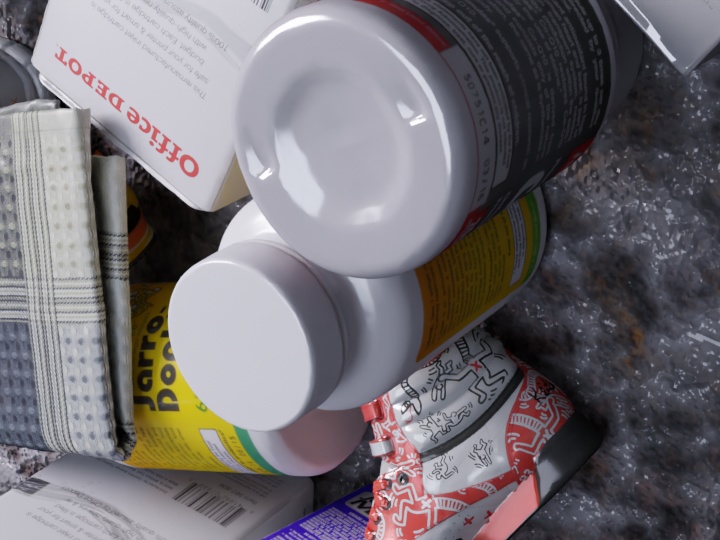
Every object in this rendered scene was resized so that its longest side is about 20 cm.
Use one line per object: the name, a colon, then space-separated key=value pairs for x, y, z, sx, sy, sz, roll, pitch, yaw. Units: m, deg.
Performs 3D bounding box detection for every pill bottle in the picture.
pill bottle: x=0.044 y=-0.081 z=0.670 sx=0.113 sy=0.200 sz=0.115 roll=15 pitch=118 yaw=30
pill bottle: x=0.000 y=0.000 z=0.737 sx=0.111 sy=0.200 sz=0.112 roll=14 pitch=117 yaw=30
pill bottle: x=-0.099 y=0.062 z=0.893 sx=0.199 sy=0.113 sz=0.113 roll=-2 pitch=108 yaw=37

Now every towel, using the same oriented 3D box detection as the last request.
towel: x=-0.204 y=0.004 z=0.880 sx=0.192 sy=0.034 sz=0.201 roll=1 pitch=99 yaw=40

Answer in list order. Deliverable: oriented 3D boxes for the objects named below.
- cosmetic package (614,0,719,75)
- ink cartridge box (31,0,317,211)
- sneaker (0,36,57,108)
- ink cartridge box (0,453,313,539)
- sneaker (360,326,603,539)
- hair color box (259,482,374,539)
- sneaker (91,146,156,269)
cosmetic package: x=0.111 y=-0.190 z=0.672 sx=0.200 sy=0.051 sz=0.083 roll=49 pitch=131 yaw=8
ink cartridge box: x=-0.077 y=-0.156 z=0.799 sx=0.146 sy=0.086 sz=0.201 roll=39 pitch=129 yaw=16
sneaker: x=-0.289 y=-0.135 z=0.968 sx=0.199 sy=0.080 sz=0.074 roll=25 pitch=124 yaw=27
ink cartridge box: x=-0.144 y=0.179 z=0.914 sx=0.144 sy=0.200 sz=0.085 roll=21 pitch=124 yaw=30
sneaker: x=0.026 y=0.124 z=0.819 sx=0.108 sy=0.067 sz=0.201 roll=44 pitch=97 yaw=11
hair color box: x=-0.045 y=0.212 z=0.859 sx=0.065 sy=0.199 sz=0.110 roll=26 pitch=124 yaw=40
sneaker: x=-0.224 y=-0.050 z=0.949 sx=0.199 sy=0.070 sz=0.090 roll=5 pitch=132 yaw=28
